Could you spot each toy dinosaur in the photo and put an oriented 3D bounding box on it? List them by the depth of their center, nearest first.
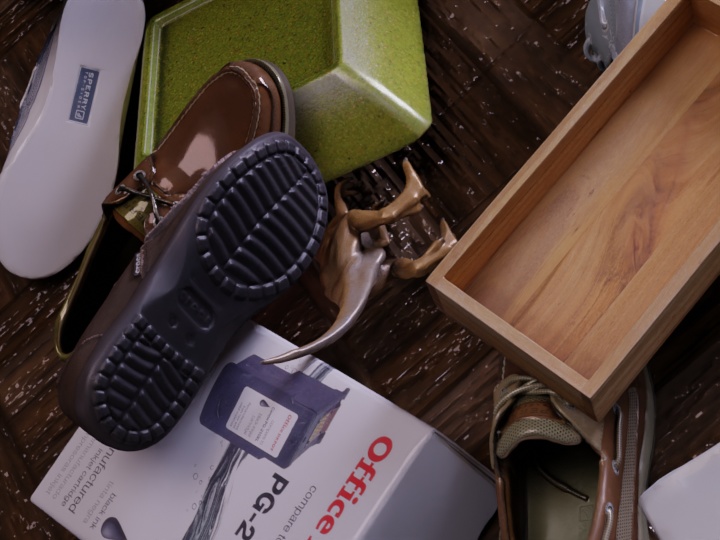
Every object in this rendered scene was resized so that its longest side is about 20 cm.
[{"bbox_3d":[0.000,0.000,0.903,0.106,0.060,0.200,-32,22,7],"label":"toy dinosaur"}]

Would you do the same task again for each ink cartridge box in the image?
[{"bbox_3d":[-0.050,0.114,0.859,0.200,0.084,0.145,27,79,40],"label":"ink cartridge box"}]

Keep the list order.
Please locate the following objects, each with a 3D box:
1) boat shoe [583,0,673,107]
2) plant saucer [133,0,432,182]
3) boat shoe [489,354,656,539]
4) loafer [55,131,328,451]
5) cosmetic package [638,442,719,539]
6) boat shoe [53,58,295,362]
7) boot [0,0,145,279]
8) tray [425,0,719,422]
[{"bbox_3d":[0.157,-0.137,0.897,0.071,0.070,0.201,-26,53,48],"label":"boat shoe"},{"bbox_3d":[-0.061,-0.122,1.007,0.199,0.048,0.200,-23,43,19],"label":"plant saucer"},{"bbox_3d":[0.097,0.081,0.792,0.075,0.074,0.201,-19,55,22],"label":"boat shoe"},{"bbox_3d":[-0.091,0.004,0.848,0.071,0.073,0.200,-4,38,47],"label":"loafer"},{"bbox_3d":[0.233,0.130,0.593,0.165,0.200,0.165,-35,51,10],"label":"cosmetic package"},{"bbox_3d":[-0.102,-0.025,0.918,0.072,0.068,0.200,36,108,33],"label":"boat shoe"},{"bbox_3d":[-0.188,-0.093,1.092,0.090,0.073,0.201,-159,89,-76],"label":"boot"},{"bbox_3d":[0.133,-0.036,0.784,0.099,0.037,0.200,36,78,27],"label":"tray"}]
